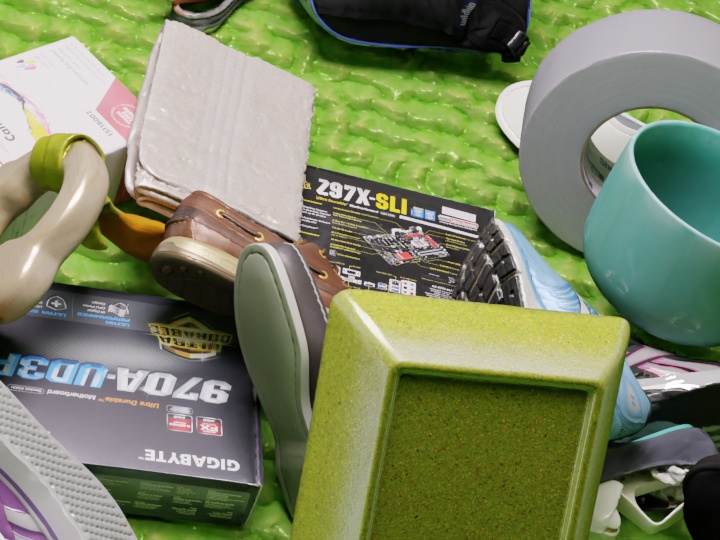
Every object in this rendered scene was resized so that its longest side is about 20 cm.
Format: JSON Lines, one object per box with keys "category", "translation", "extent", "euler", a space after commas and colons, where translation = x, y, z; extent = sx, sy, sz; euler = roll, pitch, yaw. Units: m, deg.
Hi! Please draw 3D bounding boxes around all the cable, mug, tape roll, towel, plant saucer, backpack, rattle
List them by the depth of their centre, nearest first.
{"category": "plant saucer", "translation": [0.067, 0.122, 1.192], "extent": [0.200, 0.200, 0.048], "euler": [6, 13, -16]}
{"category": "rattle", "translation": [-0.201, 0.020, 1.236], "extent": [0.130, 0.143, 0.200], "euler": [-10, 44, 17]}
{"category": "mug", "translation": [0.242, -0.007, 1.387], "extent": [0.152, 0.114, 0.185], "euler": [11, 39, -20]}
{"category": "towel", "translation": [-0.099, -0.095, 1.389], "extent": [0.132, 0.034, 0.200], "euler": [24, 39, -16]}
{"category": "tape roll", "translation": [0.223, -0.099, 1.479], "extent": [0.200, 0.200, 0.066], "euler": [17, 39, -4]}
{"category": "backpack", "translation": [0.037, -0.276, 1.612], "extent": [0.200, 0.183, 0.147], "euler": [-2, 24, -19]}
{"category": "cable", "translation": [-0.102, -0.251, 1.618], "extent": [0.200, 0.050, 0.097], "euler": [-11, 55, -30]}

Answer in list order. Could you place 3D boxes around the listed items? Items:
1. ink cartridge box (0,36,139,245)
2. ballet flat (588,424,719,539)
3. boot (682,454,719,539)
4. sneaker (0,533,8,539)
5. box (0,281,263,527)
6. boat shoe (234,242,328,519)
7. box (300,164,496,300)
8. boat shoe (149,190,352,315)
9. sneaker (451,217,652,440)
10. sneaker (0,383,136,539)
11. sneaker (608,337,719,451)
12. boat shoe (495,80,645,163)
{"category": "ink cartridge box", "translation": [-0.253, -0.084, 1.371], "extent": [0.116, 0.068, 0.200], "euler": [43, 46, 21]}
{"category": "ballet flat", "translation": [0.171, 0.151, 1.300], "extent": [0.200, 0.073, 0.073], "euler": [-8, 50, -32]}
{"category": "boot", "translation": [0.254, 0.230, 1.220], "extent": [0.211, 0.079, 0.158], "euler": [49, 47, 11]}
{"category": "sneaker", "translation": [-0.212, 0.152, 1.066], "extent": [0.114, 0.201, 0.073], "euler": [-13, 8, -10]}
{"category": "box", "translation": [-0.167, 0.082, 1.249], "extent": [0.200, 0.046, 0.159], "euler": [9, 42, -14]}
{"category": "boat shoe", "translation": [-0.028, 0.073, 1.229], "extent": [0.061, 0.201, 0.072], "euler": [-20, 14, -31]}
{"category": "box", "translation": [0.000, 0.000, 1.401], "extent": [0.200, 0.049, 0.160], "euler": [13, 40, -9]}
{"category": "boat shoe", "translation": [-0.041, 0.010, 1.285], "extent": [0.200, 0.072, 0.068], "euler": [27, 61, -18]}
{"category": "sneaker", "translation": [0.133, 0.046, 1.324], "extent": [0.090, 0.078, 0.200], "euler": [5, 43, -36]}
{"category": "sneaker", "translation": [-0.214, 0.155, 1.136], "extent": [0.201, 0.114, 0.073], "euler": [50, 12, -7]}
{"category": "sneaker", "translation": [0.205, 0.077, 1.382], "extent": [0.200, 0.080, 0.086], "euler": [0, 44, -23]}
{"category": "boat shoe", "translation": [0.206, -0.099, 1.593], "extent": [0.200, 0.073, 0.062], "euler": [22, -2, 11]}
